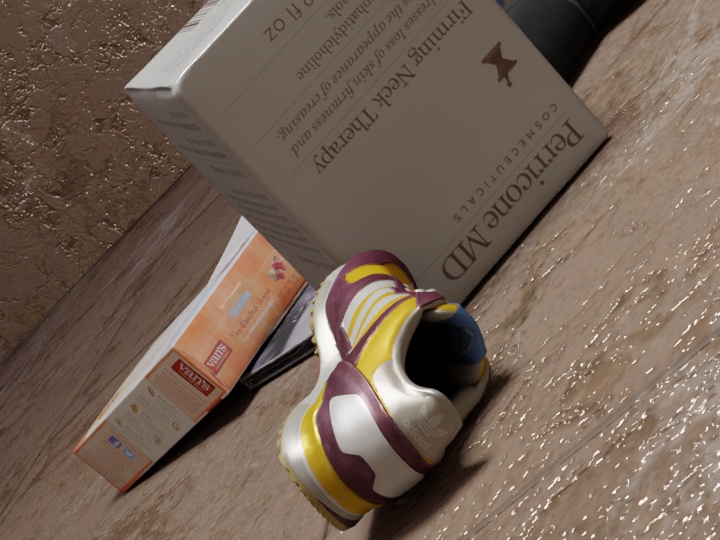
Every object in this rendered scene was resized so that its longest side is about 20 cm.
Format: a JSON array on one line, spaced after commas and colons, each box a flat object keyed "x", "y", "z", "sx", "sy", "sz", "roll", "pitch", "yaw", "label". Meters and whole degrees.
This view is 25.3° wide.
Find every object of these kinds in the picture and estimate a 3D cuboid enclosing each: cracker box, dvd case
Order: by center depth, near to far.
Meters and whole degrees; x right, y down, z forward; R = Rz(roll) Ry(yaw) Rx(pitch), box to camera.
[{"x": 0.000, "y": 0.000, "z": 1.125, "sx": 0.200, "sy": 0.016, "sz": 0.149, "roll": -33, "pitch": 17, "yaw": 52, "label": "dvd case"}, {"x": -0.132, "y": 0.073, "z": 1.234, "sx": 0.200, "sy": 0.058, "sz": 0.134, "roll": -44, "pitch": 9, "yaw": 48, "label": "cracker box"}]

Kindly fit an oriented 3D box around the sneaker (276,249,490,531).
[{"x": 0.024, "y": 0.040, "z": 0.761, "sx": 0.090, "sy": 0.075, "sz": 0.201, "roll": -33, "pitch": 21, "yaw": 22, "label": "sneaker"}]

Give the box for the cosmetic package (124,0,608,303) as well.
[{"x": -0.002, "y": -0.092, "z": 0.929, "sx": 0.168, "sy": 0.200, "sz": 0.166, "roll": -48, "pitch": 16, "yaw": -8, "label": "cosmetic package"}]

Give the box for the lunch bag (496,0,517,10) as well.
[{"x": 0.121, "y": -0.240, "z": 1.357, "sx": 0.200, "sy": 0.077, "sz": 0.161, "roll": -36, "pitch": 16, "yaw": 48, "label": "lunch bag"}]

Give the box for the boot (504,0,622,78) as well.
[{"x": 0.175, "y": -0.203, "z": 1.068, "sx": 0.199, "sy": 0.066, "sz": 0.165, "roll": -37, "pitch": 16, "yaw": 27, "label": "boot"}]

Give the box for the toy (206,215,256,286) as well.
[{"x": -0.082, "y": -0.031, "z": 1.488, "sx": 0.115, "sy": 0.047, "sz": 0.201, "roll": -33, "pitch": 20, "yaw": 41, "label": "toy"}]
